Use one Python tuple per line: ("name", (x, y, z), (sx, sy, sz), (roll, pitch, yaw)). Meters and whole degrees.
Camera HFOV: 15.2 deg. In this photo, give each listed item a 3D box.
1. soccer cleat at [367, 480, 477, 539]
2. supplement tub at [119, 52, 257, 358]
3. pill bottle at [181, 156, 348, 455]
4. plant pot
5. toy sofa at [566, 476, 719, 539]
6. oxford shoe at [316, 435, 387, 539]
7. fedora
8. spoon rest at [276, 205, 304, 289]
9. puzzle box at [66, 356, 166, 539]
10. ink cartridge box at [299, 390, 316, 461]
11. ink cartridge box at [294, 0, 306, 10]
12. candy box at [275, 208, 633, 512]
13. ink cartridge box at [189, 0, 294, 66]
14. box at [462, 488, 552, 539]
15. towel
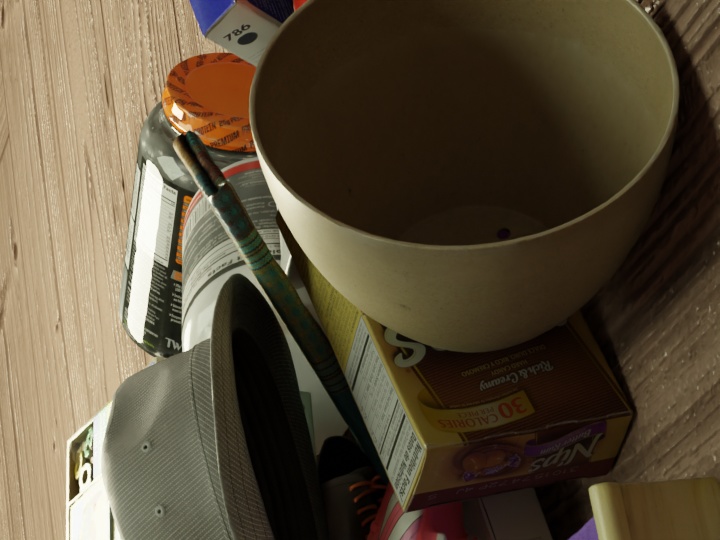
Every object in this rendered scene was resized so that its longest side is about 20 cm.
("soccer cleat", (0.012, 0.180, 1.380), (0.067, 0.076, 0.201), (21, -107, -68))
("supplement tub", (-0.097, -0.040, 1.852), (0.123, 0.122, 0.201), (-114, 29, -50))
("pill bottle", (-0.053, 0.024, 1.670), (0.200, 0.115, 0.116), (-96, 13, -58))
("plant pot", (0.053, -0.039, 1.296), (0.135, 0.199, 0.201), (82, 172, -47))
("toy sofa", (0.100, 0.166, 1.288), (0.200, 0.097, 0.083), (126, 138, -64))
("oxford shoe", (0.003, 0.150, 1.498), (0.200, 0.071, 0.073), (-138, 45, -67))
("fedora", (-0.079, 0.111, 1.412), (0.177, 0.090, 0.201), (46, -151, -71))
("spoon rest", (-0.028, -0.059, 1.613), (0.200, 0.060, 0.100), (-75, -1, -63))
("puzzle box", (-0.137, 0.167, 1.594), (0.133, 0.025, 0.201), (-41, 44, 48))
("ink cartridge box", (-0.085, 0.186, 1.559), (0.200, 0.043, 0.174), (-45, 43, 47))
("ink cartridge box", (0.000, -0.225, 1.517), (0.200, 0.043, 0.174), (-33, 58, 44))
("candy box", (0.045, 0.022, 1.381), (0.057, 0.116, 0.200), (107, 146, -47))
("ink cartridge box", (-0.067, -0.173, 1.651), (0.200, 0.039, 0.100), (29, -145, -59))
("box", (0.050, 0.107, 1.487), (0.145, 0.036, 0.201), (104, 153, -57))
("towel", (-0.035, 0.021, 1.470), (0.200, 0.022, 0.147), (58, 177, -19))
